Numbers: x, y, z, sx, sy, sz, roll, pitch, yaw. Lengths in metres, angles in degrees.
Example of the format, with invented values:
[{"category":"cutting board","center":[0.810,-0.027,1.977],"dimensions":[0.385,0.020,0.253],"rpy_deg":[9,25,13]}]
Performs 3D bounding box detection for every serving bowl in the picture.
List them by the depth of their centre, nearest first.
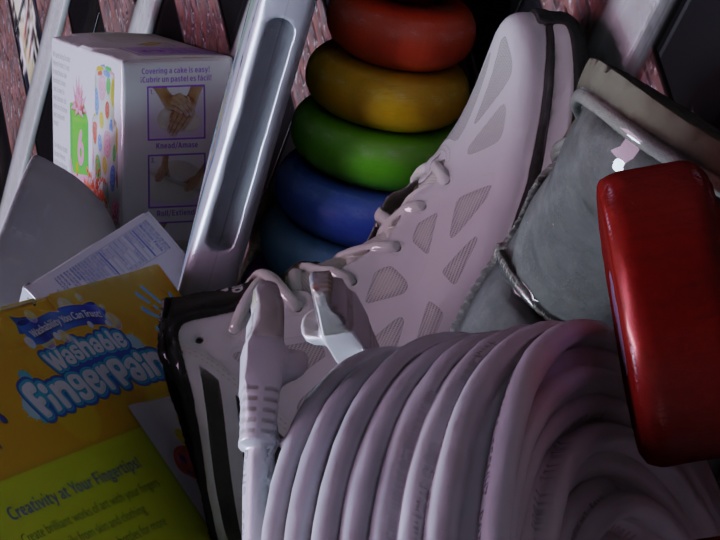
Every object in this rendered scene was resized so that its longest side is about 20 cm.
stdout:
[{"category":"serving bowl","center":[-0.149,0.054,1.296],"dimensions":[0.200,0.065,0.201],"rpy_deg":[-160,90,-85]}]

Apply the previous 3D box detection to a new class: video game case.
[{"category":"video game case","center":[-0.033,-0.087,1.076],"dimensions":[0.200,0.022,0.183],"rpy_deg":[-82,9,-65]}]

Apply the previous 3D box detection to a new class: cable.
[{"category":"cable","center":[0.046,0.110,0.669],"dimensions":[0.200,0.069,0.201],"rpy_deg":[41,-139,-48]}]

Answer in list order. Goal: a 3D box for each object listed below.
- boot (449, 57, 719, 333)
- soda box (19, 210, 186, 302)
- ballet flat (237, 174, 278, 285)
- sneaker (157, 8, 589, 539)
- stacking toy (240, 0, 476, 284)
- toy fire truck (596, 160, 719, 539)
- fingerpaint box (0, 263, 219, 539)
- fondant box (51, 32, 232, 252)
[{"category":"boot","center":[0.037,0.048,0.799],"dimensions":[0.201,0.072,0.182],"rpy_deg":[-55,-5,-4]},{"category":"soda box","center":[-0.047,0.079,1.097],"dimensions":[0.200,0.064,0.068],"rpy_deg":[49,149,15]},{"category":"ballet flat","center":[-0.032,0.002,1.196],"dimensions":[0.200,0.068,0.068],"rpy_deg":[138,146,-60]},{"category":"sneaker","center":[0.000,0.000,0.919],"dimensions":[0.076,0.115,0.202],"rpy_deg":[119,168,-79]},{"category":"stacking toy","center":[0.008,-0.050,1.034],"dimensions":[0.085,0.085,0.201],"rpy_deg":[-126,43,-58]},{"category":"toy fire truck","center":[0.120,0.049,0.679],"dimensions":[0.168,0.111,0.201],"rpy_deg":[71,-171,-78]},{"category":"fingerpaint box","center":[-0.085,0.095,0.925],"dimensions":[0.073,0.200,0.167],"rpy_deg":[-41,81,23]},{"category":"fondant box","center":[-0.106,-0.009,1.402],"dimensions":[0.144,0.058,0.202],"rpy_deg":[-155,63,-69]}]
